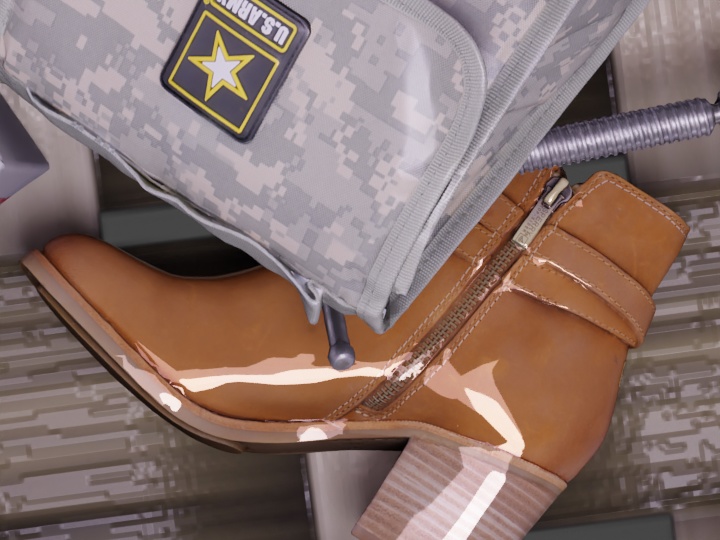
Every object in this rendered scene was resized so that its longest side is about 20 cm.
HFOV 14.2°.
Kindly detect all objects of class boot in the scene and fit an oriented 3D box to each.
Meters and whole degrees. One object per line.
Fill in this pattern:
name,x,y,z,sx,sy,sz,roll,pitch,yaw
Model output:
boot,0.000,0.000,0.984,0.199,0.077,0.156,31,84,9

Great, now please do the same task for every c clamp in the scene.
c clamp,0.064,-0.060,0.971,0.199,0.027,0.171,-16,56,-4

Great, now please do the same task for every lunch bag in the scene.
lunch bag,-0.006,-0.099,0.914,0.164,0.118,0.200,33,77,12

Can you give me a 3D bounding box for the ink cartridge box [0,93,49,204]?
ink cartridge box,-0.208,-0.009,0.945,0.200,0.145,0.084,-36,92,1
